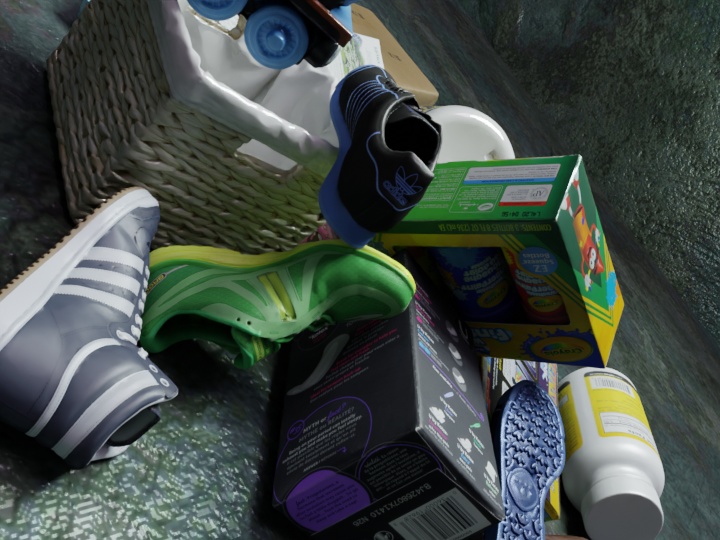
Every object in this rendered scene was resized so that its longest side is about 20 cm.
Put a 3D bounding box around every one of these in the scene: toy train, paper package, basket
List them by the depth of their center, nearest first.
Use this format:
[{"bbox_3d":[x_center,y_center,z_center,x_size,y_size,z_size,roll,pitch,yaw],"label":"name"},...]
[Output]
[{"bbox_3d":[-0.074,-0.228,0.559,0.199,0.114,0.087,37,28,-24],"label":"toy train"},{"bbox_3d":[-0.121,-0.123,0.658,0.197,0.161,0.202,22,34,-46],"label":"basket"},{"bbox_3d":[-0.004,-0.291,1.188,0.192,0.103,0.199,52,24,9],"label":"paper package"}]

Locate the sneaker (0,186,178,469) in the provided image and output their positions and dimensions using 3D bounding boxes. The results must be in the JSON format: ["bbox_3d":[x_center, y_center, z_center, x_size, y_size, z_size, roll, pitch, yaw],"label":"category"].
[{"bbox_3d":[-0.147,0.032,0.492,0.108,0.070,0.201,40,32,-9],"label":"sneaker"}]

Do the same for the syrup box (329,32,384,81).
[{"bbox_3d":[-0.043,-0.204,0.865,0.200,0.080,0.080,-23,105,-67],"label":"syrup box"}]

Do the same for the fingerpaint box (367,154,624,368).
[{"bbox_3d":[0.098,-0.004,0.685,0.074,0.197,0.168,-60,138,-33],"label":"fingerpaint box"}]

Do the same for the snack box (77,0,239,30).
[{"bbox_3d":[-0.163,-0.255,0.814,0.116,0.037,0.200,48,54,-7],"label":"snack box"}]

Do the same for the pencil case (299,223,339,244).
[{"bbox_3d":[0.000,0.000,0.793,0.086,0.084,0.199,16,0,38],"label":"pencil case"}]

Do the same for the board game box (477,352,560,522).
[{"bbox_3d":[0.135,0.116,0.807,0.166,0.056,0.201,54,30,-27],"label":"board game box"}]

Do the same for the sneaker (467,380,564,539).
[{"bbox_3d":[0.106,0.178,0.642,0.070,0.078,0.201,36,44,-14],"label":"sneaker"}]

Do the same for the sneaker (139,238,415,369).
[{"bbox_3d":[-0.060,0.029,0.570,0.074,0.196,0.085,87,0,-58],"label":"sneaker"}]

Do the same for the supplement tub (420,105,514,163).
[{"bbox_3d":[0.079,-0.115,0.955,0.145,0.146,0.200,41,-2,-18],"label":"supplement tub"}]

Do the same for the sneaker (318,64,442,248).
[{"bbox_3d":[0.022,-0.100,0.590,0.070,0.077,0.202,40,33,-27],"label":"sneaker"}]

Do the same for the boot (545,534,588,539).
[{"bbox_3d":[0.181,0.299,0.703,0.199,0.064,0.188,34,29,-42],"label":"boot"}]

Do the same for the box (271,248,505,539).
[{"bbox_3d":[0.019,0.101,0.608,0.106,0.121,0.201,48,23,-27],"label":"box"}]

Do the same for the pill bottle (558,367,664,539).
[{"bbox_3d":[0.279,0.210,0.937,0.111,0.111,0.201,42,25,-16],"label":"pill bottle"}]
